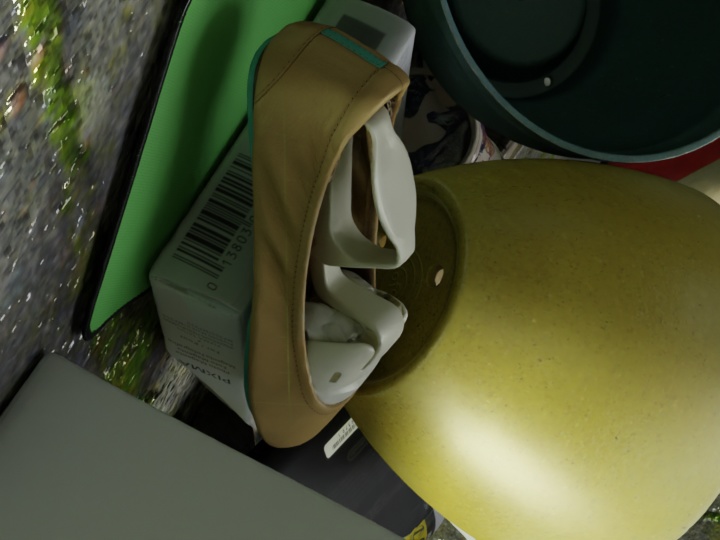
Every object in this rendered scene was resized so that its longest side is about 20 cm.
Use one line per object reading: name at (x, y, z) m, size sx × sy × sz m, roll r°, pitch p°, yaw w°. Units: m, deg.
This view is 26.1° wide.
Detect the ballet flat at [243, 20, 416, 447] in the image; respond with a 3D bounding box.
ballet flat at (-0.011, 0.001, 0.608) m, size 0.069 × 0.063 × 0.200 m, roll -45°, pitch 146°, yaw -42°

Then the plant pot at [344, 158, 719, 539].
plant pot at (0.064, 0.029, 0.716) m, size 0.200 × 0.142 × 0.201 m, roll -29°, pitch -129°, yaw 42°

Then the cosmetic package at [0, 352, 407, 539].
cosmetic package at (-0.091, 0.173, 0.606) m, size 0.168 × 0.166 × 0.200 m, roll -58°, pitch 169°, yaw -29°

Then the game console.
game console at (-0.032, 0.119, 0.847) m, size 0.200 × 0.116 × 0.176 m, roll -44°, pitch 131°, yaw -36°

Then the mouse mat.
mouse mat at (-0.051, -0.071, 0.645) m, size 0.200 × 0.008 × 0.161 m, roll -47°, pitch 162°, yaw -60°

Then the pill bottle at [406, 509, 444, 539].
pill bottle at (-0.045, 0.191, 1.024) m, size 0.200 × 0.112 × 0.113 m, roll -42°, pitch 162°, yaw -27°

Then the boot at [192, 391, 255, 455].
boot at (-0.086, 0.138, 0.894) m, size 0.200 × 0.070 × 0.132 m, roll -40°, pitch 160°, yaw -41°

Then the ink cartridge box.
ink cartridge box at (-0.033, -0.011, 0.742) m, size 0.163 × 0.057 × 0.200 m, roll -60°, pitch 173°, yaw -23°

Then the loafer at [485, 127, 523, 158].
loafer at (0.092, -0.113, 1.101) m, size 0.200 × 0.075 × 0.068 m, roll -59°, pitch 159°, yaw -29°

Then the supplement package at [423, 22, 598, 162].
supplement package at (0.150, -0.192, 0.972) m, size 0.200 × 0.151 × 0.151 m, roll -61°, pitch 171°, yaw -13°

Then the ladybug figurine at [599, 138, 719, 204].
ladybug figurine at (0.181, -0.040, 0.933) m, size 0.200 × 0.072 × 0.136 m, roll -32°, pitch 165°, yaw 16°

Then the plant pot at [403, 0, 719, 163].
plant pot at (0.103, -0.150, 0.790) m, size 0.201 × 0.200 × 0.134 m, roll -62°, pitch -163°, yaw -10°

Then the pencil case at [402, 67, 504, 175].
pencil case at (0.060, -0.050, 0.939) m, size 0.089 × 0.078 × 0.200 m, roll -44°, pitch 152°, yaw 1°

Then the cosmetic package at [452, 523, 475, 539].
cosmetic package at (0.085, 0.074, 0.937) m, size 0.085 × 0.108 × 0.200 m, roll -40°, pitch 172°, yaw -28°
